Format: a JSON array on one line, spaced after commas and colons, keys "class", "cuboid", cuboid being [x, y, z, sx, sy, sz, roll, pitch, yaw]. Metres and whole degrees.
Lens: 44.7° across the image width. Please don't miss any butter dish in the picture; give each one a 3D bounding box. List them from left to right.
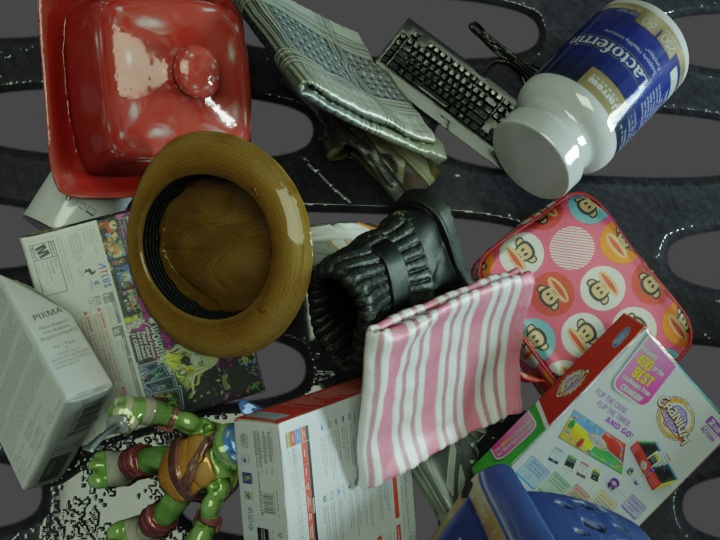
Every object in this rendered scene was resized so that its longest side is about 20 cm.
[{"class": "butter dish", "cuboid": [-0.169, -0.168, 0.780, 0.198, 0.147, 0.202, -6, 97, -32]}]

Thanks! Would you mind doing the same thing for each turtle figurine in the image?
[{"class": "turtle figurine", "cuboid": [-0.183, 0.185, 0.734, 0.144, 0.193, 0.201, 44, 46, -13]}]

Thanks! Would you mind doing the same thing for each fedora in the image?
[{"class": "fedora", "cuboid": [-0.110, -0.023, 0.749, 0.199, 0.082, 0.203, 4, 98, 30]}]

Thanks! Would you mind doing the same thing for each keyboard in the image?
[{"class": "keyboard", "cuboid": [0.124, -0.205, 0.942, 0.199, 0.021, 0.127, 38, 78, 4]}]

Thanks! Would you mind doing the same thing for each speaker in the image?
[{"class": "speaker", "cuboid": [-0.246, -0.117, 0.868, 0.081, 0.081, 0.201, 27, 77, 3]}]

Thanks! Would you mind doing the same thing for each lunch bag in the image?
[{"class": "lunch bag", "cuboid": [0.203, 0.044, 0.859, 0.175, 0.082, 0.201, -33, 82, -9]}]

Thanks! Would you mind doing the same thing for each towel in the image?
[{"class": "towel", "cuboid": [-0.018, -0.191, 0.824, 0.035, 0.199, 0.193, -50, 48, 21]}, {"class": "towel", "cuboid": [0.077, 0.089, 0.749, 0.199, 0.030, 0.148, -19, 120, -39]}]

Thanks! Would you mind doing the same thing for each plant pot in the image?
[{"class": "plant pot", "cuboid": [0.137, 0.287, 0.696, 0.179, 0.200, 0.201, 31, 99, -12]}]

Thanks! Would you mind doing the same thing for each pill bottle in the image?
[{"class": "pill bottle", "cuboid": [0.229, -0.170, 0.879, 0.116, 0.116, 0.200, 43, 70, 6]}]

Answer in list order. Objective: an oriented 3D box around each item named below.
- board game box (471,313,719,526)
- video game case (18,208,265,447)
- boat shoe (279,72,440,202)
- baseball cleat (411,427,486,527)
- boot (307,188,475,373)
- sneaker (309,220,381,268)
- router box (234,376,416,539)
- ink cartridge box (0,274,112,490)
[{"class": "board game box", "cuboid": [0.223, 0.163, 0.800, 0.200, 0.040, 0.153, -45, 110, 2]}, {"class": "video game case", "cuboid": [-0.199, 0.042, 0.819, 0.179, 0.036, 0.202, -16, 99, -11]}, {"class": "boat shoe", "cuboid": [-0.012, -0.140, 0.891, 0.200, 0.072, 0.066, 39, 87, 8]}, {"class": "baseball cleat", "cuboid": [0.096, 0.188, 0.826, 0.106, 0.070, 0.201, -34, 82, -10]}, {"class": "boot", "cuboid": [0.039, 0.050, 0.772, 0.158, 0.079, 0.213, -46, 120, -43]}, {"class": "sneaker", "cuboid": [0.000, 0.000, 0.863, 0.197, 0.076, 0.093, -8, 82, -4]}, {"class": "router box", "cuboid": [-0.022, 0.206, 0.742, 0.048, 0.179, 0.203, -3, 93, 35]}, {"class": "ink cartridge box", "cuboid": [-0.309, 0.073, 0.790, 0.057, 0.163, 0.201, -12, 61, -42]}]
